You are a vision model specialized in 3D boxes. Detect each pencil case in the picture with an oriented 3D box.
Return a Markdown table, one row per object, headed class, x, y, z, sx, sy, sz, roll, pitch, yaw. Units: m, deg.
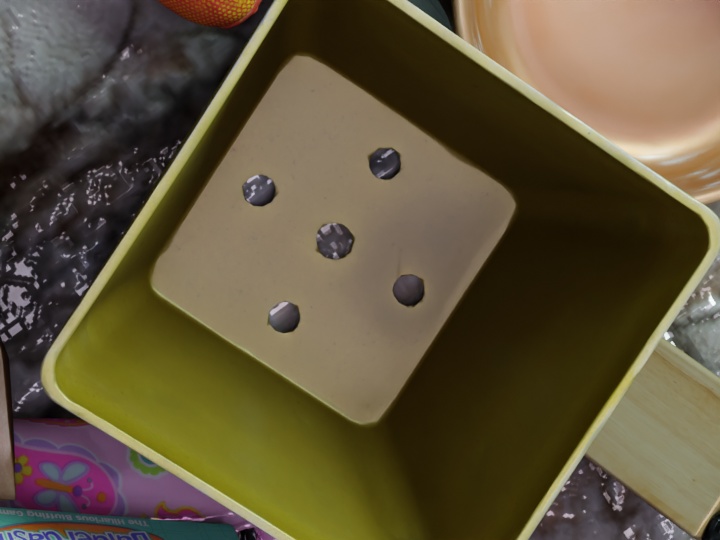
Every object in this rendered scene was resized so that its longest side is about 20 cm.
| class | x | y | z | sx | sy | sz | roll | pitch | yaw |
| --- | --- | --- | --- | --- | --- | --- | --- | --- | --- |
| pencil case | -0.131 | 0.108 | 1.021 | 0.198 | 0.087 | 0.088 | 0 | 101 | -10 |

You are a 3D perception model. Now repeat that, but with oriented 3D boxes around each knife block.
| class | x | y | z | sx | sy | sz | roll | pitch | yaw |
| --- | --- | --- | --- | --- | --- | --- | --- | --- | --- |
| knife block | 0.148 | 0.078 | 1.022 | 0.199 | 0.176 | 0.064 | 35 | 92 | -15 |

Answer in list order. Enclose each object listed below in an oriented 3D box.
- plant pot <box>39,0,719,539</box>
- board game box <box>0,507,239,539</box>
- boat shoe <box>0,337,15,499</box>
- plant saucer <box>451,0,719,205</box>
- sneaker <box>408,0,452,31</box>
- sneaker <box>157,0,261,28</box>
| class | x | y | z | sx | sy | sz | roll | pitch | yaw |
| --- | --- | --- | --- | --- | --- | --- | --- | --- | --- |
| plant pot | 0.000 | 0.000 | 0.974 | 0.199 | 0.176 | 0.201 | 33 | 94 | -10 |
| board game box | -0.142 | 0.197 | 0.978 | 0.151 | 0.045 | 0.202 | 6 | 113 | -22 |
| boat shoe | -0.183 | 0.000 | 0.971 | 0.070 | 0.070 | 0.202 | -3 | 74 | -5 |
| plant saucer | 0.135 | -0.129 | 1.051 | 0.198 | 0.037 | 0.202 | -2 | 101 | -11 |
| sneaker | 0.006 | -0.193 | 0.993 | 0.112 | 0.073 | 0.201 | -37 | 104 | 0 |
| sneaker | -0.110 | -0.183 | 0.965 | 0.073 | 0.077 | 0.201 | -31 | 103 | 20 |
